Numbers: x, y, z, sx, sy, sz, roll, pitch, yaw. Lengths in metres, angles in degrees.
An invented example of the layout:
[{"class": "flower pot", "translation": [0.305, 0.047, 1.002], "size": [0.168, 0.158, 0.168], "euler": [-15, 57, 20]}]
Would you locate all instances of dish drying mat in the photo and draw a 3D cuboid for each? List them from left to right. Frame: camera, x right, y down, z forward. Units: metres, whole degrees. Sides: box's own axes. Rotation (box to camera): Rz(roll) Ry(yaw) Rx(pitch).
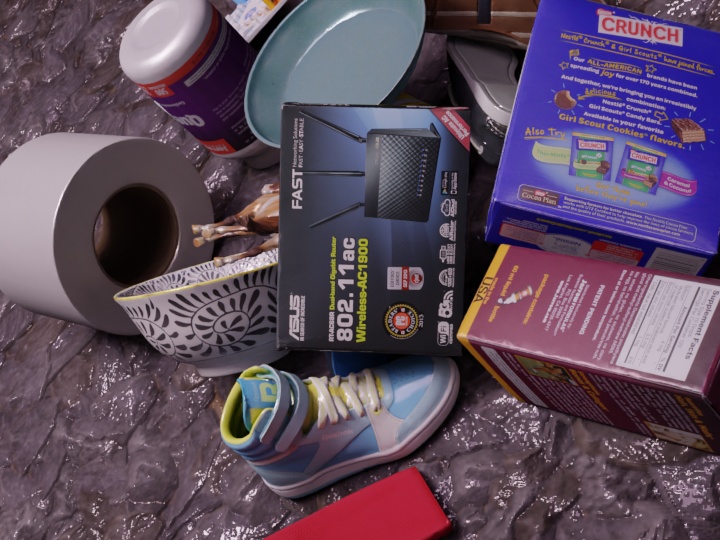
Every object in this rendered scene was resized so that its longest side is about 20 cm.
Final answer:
[{"class": "dish drying mat", "translation": [-0.031, 0.222, 0.878], "size": [0.200, 0.018, 0.077], "euler": [-26, 43, -8]}]

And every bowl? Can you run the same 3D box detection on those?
[{"class": "bowl", "translation": [-0.119, 0.041, 1.049], "size": [0.200, 0.201, 0.094], "euler": [-9, 99, 34]}]

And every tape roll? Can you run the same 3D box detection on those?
[{"class": "tape roll", "translation": [-0.272, -0.041, 1.176], "size": [0.139, 0.203, 0.203], "euler": [10, 66, 41]}]

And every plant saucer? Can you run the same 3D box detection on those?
[{"class": "plant saucer", "translation": [-0.018, -0.187, 1.036], "size": [0.200, 0.036, 0.200], "euler": [-20, 51, 27]}]

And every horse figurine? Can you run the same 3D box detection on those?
[{"class": "horse figurine", "translation": [-0.092, -0.048, 1.090], "size": [0.132, 0.050, 0.200], "euler": [-20, 12, -13]}]

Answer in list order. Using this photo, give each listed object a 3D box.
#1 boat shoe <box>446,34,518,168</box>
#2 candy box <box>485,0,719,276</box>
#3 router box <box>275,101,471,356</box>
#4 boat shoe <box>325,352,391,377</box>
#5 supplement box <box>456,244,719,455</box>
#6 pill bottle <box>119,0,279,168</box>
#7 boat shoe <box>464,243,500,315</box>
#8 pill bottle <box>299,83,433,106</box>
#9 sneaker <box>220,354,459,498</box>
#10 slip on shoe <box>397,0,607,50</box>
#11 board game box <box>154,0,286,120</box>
[{"class": "boat shoe", "translation": [0.114, -0.167, 1.059], "size": [0.200, 0.075, 0.060], "euler": [-96, 19, -55]}, {"class": "candy box", "translation": [0.200, -0.103, 0.881], "size": [0.169, 0.077, 0.200], "euler": [15, 66, 4]}, {"class": "router box", "translation": [0.010, -0.034, 0.908], "size": [0.149, 0.062, 0.201], "euler": [1, 95, 2]}, {"class": "boat shoe", "translation": [0.000, 0.000, 0.992], "size": [0.069, 0.084, 0.201], "euler": [20, 104, 60]}, {"class": "supplement box", "translation": [0.186, 0.055, 0.808], "size": [0.200, 0.110, 0.086], "euler": [11, 67, 42]}, {"class": "pill bottle", "translation": [-0.151, -0.194, 1.191], "size": [0.112, 0.200, 0.113], "euler": [-21, 49, 26]}, {"class": "boat shoe", "translation": [0.138, -0.040, 0.935], "size": [0.200, 0.065, 0.072], "euler": [-54, 13, -11]}, {"class": "pill bottle", "translation": [0.002, -0.126, 1.086], "size": [0.112, 0.112, 0.200], "euler": [-51, 43, -4]}, {"class": "sneaker", "translation": [-0.025, 0.109, 0.923], "size": [0.200, 0.131, 0.080], "euler": [-32, 44, 14]}, {"class": "slip on shoe", "translation": [0.135, -0.246, 1.065], "size": [0.199, 0.076, 0.061], "euler": [4, 18, 7]}, {"class": "board game box", "translation": [-0.172, -0.270, 1.340], "size": [0.200, 0.026, 0.200], "euler": [-48, 22, -1]}]
